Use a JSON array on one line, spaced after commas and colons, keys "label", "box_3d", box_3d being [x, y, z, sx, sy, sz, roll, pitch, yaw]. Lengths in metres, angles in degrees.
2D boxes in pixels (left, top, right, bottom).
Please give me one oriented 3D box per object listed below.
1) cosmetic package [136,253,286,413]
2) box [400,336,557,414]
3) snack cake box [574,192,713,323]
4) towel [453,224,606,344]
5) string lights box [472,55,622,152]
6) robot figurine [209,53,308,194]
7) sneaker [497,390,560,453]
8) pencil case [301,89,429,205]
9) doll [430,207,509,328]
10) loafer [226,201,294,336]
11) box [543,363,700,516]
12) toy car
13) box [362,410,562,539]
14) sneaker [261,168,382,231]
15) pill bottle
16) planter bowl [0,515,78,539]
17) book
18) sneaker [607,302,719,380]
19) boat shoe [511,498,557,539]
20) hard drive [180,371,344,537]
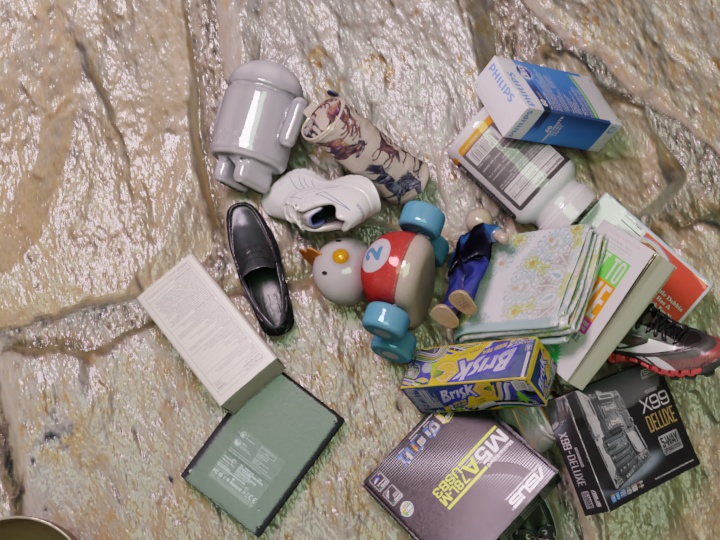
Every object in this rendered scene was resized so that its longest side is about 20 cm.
[{"label": "cosmetic package", "box_3d": [-0.206, 0.087, 1.434, 0.103, 0.073, 0.200, -39, 73, -5]}, {"label": "box", "box_3d": [0.156, 0.141, 1.381, 0.199, 0.064, 0.070, -9, 45, 38]}, {"label": "snack cake box", "box_3d": [0.381, 0.001, 1.473, 0.200, 0.067, 0.115, 43, 82, 6]}, {"label": "towel", "box_3d": [0.228, 0.024, 1.402, 0.048, 0.199, 0.172, 43, 57, -31]}, {"label": "string lights box", "box_3d": [0.262, -0.230, 1.442, 0.199, 0.059, 0.103, 2, 50, -38]}, {"label": "robot figurine", "box_3d": [-0.146, -0.212, 1.478, 0.169, 0.113, 0.202, 7, 79, 35]}, {"label": "sneaker", "box_3d": [0.212, 0.166, 1.444, 0.075, 0.092, 0.201, 0, 53, -42]}, {"label": "pencil case", "box_3d": [0.009, -0.166, 1.440, 0.078, 0.090, 0.200, -44, 128, 18]}, {"label": "doll", "box_3d": [0.155, -0.015, 1.439, 0.048, 0.136, 0.201, 36, 43, -14]}, {"label": "loafer", "box_3d": [-0.142, -0.005, 1.467, 0.068, 0.070, 0.202, -19, 82, -4]}, {"label": "box", "box_3d": [0.353, 0.221, 1.399, 0.199, 0.050, 0.159, -13, 80, -36]}, {"label": "toy car", "box_3d": [0.000, 0.000, 1.428, 0.199, 0.177, 0.185, 15, 70, 14]}, {"label": "box", "box_3d": [0.135, 0.286, 1.400, 0.200, 0.048, 0.193, -45, 56, -6]}, {"label": "sneaker", "box_3d": [-0.068, -0.092, 1.436, 0.087, 0.199, 0.075, -42, 122, -40]}, {"label": "pill bottle", "box_3d": [0.230, -0.140, 1.470, 0.200, 0.116, 0.116, 44, 83, 5]}, {"label": "planter bowl", "box_3d": [-0.437, 0.421, 1.365, 0.198, 0.135, 0.202, 0, 81, -1]}, {"label": "book", "box_3d": [0.310, 0.043, 1.382, 0.048, 0.134, 0.201, 29, 99, -31]}, {"label": "sneaker", "box_3d": [0.387, 0.085, 1.377, 0.199, 0.098, 0.071, 10, 43, 40]}, {"label": "boat shoe", "box_3d": [0.245, 0.383, 1.416, 0.068, 0.057, 0.202, -14, 82, -2]}, {"label": "hard drive", "box_3d": [-0.135, 0.247, 1.447, 0.139, 0.033, 0.200, 37, 83, 5]}]
